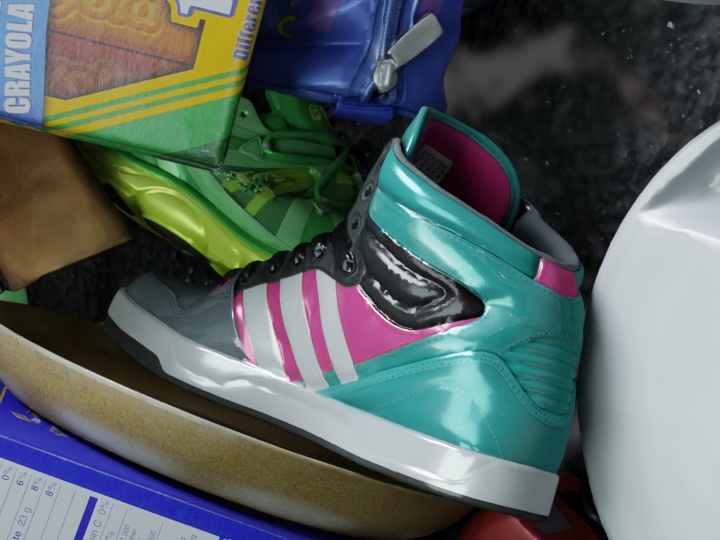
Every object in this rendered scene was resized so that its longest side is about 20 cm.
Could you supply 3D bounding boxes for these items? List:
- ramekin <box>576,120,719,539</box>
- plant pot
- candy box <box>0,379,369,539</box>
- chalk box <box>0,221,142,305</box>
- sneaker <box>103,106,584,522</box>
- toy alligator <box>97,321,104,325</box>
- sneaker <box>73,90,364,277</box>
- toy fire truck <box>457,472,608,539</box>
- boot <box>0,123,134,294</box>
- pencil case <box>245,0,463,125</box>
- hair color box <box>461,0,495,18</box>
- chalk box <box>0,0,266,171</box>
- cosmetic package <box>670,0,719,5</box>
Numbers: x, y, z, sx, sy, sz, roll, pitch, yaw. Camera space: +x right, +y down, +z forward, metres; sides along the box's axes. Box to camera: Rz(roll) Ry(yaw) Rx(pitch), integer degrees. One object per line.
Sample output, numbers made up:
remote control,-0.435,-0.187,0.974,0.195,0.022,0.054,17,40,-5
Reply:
ramekin,0.177,0.039,0.746,0.202,0.094,0.203,2,94,37
plant pot,-0.051,0.058,0.851,0.200,0.200,0.028,21,92,34
candy box,-0.096,0.097,0.850,0.199,0.169,0.077,21,91,-6
chalk box,-0.167,-0.074,0.980,0.125,0.124,0.201,6,95,36
sneaker,0.000,0.000,0.800,0.200,0.084,0.121,19,90,38
toy alligator,-0.108,0.051,0.985,0.200,0.054,0.059,-27,76,35
sneaker,-0.028,-0.030,0.904,0.200,0.074,0.084,32,83,17
toy fire truck,0.091,0.153,0.786,0.200,0.141,0.049,44,116,27
boot,-0.139,-0.095,0.863,0.188,0.068,0.200,-28,98,-3
pencil case,0.012,-0.145,0.795,0.087,0.078,0.201,41,120,59
hair color box,0.051,-0.162,0.853,0.200,0.060,0.100,-25,78,34
chalk box,-0.133,-0.125,0.772,0.124,0.199,0.125,-123,46,-71
cosmetic package,0.112,-0.130,0.721,0.051,0.200,0.083,39,113,28
